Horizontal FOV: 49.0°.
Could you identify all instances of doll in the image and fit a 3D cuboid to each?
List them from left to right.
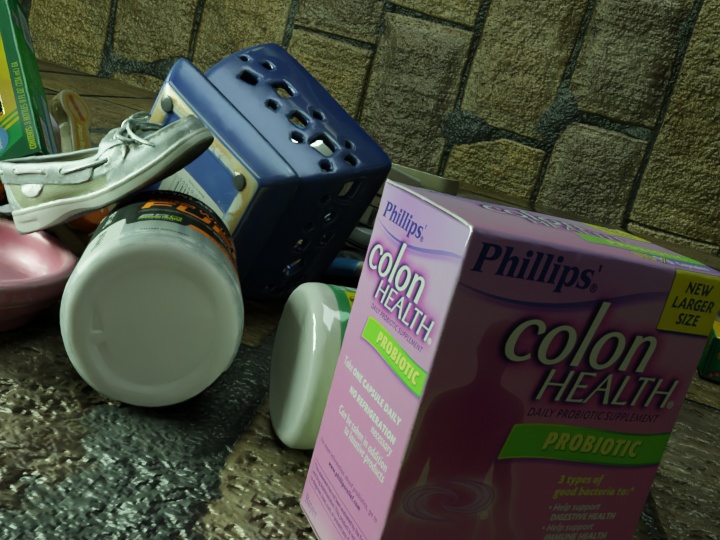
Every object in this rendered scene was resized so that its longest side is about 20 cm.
[{"bbox_3d":[0.000,0.000,0.967,0.196,0.049,0.136,10,1,-16],"label":"doll"}]

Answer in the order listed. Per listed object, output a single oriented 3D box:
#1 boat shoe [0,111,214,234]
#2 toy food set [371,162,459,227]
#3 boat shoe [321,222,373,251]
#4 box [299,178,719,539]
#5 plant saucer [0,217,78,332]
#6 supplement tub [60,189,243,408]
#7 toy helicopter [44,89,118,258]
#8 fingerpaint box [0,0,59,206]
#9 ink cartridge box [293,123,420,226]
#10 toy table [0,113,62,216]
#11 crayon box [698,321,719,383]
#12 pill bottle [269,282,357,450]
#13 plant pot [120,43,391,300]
[{"bbox_3d":[-0.209,-0.086,0.633,0.199,0.066,0.074,-16,15,26],"label":"boat shoe"},{"bbox_3d":[0.036,-0.091,1.180,0.196,0.146,0.060,16,13,8],"label":"toy food set"},{"bbox_3d":[-0.027,-0.045,1.072,0.068,0.058,0.200,19,5,-22],"label":"boat shoe"},{"bbox_3d":[0.081,0.072,0.444,0.173,0.204,0.097,9,14,-27],"label":"box"},{"bbox_3d":[-0.324,-0.001,0.611,0.197,0.052,0.201,14,12,-3],"label":"plant saucer"},{"bbox_3d":[-0.152,0.009,0.604,0.120,0.125,0.200,11,14,-15],"label":"supplement tub"},{"bbox_3d":[-0.285,-0.099,0.831,0.078,0.203,0.132,-26,-24,22],"label":"toy helicopter"},{"bbox_3d":[-0.381,-0.155,0.729,0.164,0.203,0.074,-17,-18,-7],"label":"fingerpaint box"},{"bbox_3d":[-0.030,-0.121,1.035,0.144,0.086,0.199,24,6,28],"label":"ink cartridge box"},{"bbox_3d":[-0.420,-0.143,0.854,0.198,0.187,0.117,22,-1,32],"label":"toy table"},{"bbox_3d":[0.551,0.133,1.038,0.197,0.059,0.119,20,14,17],"label":"crayon box"},{"bbox_3d":[0.042,0.078,0.567,0.196,0.115,0.113,10,14,-20],"label":"pill bottle"},{"bbox_3d":[-0.118,-0.090,0.798,0.200,0.201,0.179,46,31,15],"label":"plant pot"}]
